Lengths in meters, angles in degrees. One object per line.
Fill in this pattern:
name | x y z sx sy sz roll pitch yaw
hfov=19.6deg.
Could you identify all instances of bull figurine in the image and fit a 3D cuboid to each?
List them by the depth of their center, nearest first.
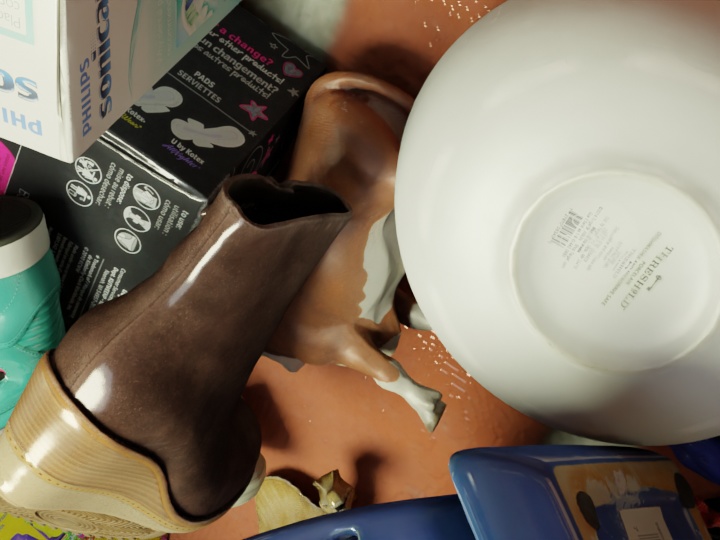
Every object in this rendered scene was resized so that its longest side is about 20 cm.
bull figurine | 0.000 0.000 0.941 0.121 0.065 0.201 26 138 9

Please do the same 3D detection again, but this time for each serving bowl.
serving bowl | 0.104 -0.013 0.813 0.198 0.066 0.202 6 116 13

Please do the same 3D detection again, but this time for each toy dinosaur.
toy dinosaur | -0.031 0.157 1.113 0.101 0.058 0.200 56 142 1

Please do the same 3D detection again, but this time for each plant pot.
plant pot | 0.057 0.173 0.819 0.179 0.200 0.201 -31 72 23

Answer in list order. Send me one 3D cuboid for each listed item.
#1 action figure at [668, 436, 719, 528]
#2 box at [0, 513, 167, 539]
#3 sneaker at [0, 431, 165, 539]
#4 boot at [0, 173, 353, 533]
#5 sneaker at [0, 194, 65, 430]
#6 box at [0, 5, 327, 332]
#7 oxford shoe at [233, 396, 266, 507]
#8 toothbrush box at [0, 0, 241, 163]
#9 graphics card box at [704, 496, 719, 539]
action figure | 0.168 0.081 0.899 0.200 0.052 0.066 37 113 0
box | -0.235 0.151 1.127 0.192 0.200 0.123 25 136 16
sneaker | -0.175 0.060 1.033 0.198 0.109 0.070 14 155 7
boot | -0.055 0.035 0.886 0.166 0.200 0.072 -46 72 16
sneaker | -0.208 0.031 0.934 0.199 0.084 0.122 2 117 32
box | -0.119 -0.036 0.956 0.132 0.115 0.200 34 138 4
oxford shoe | -0.138 0.067 1.088 0.199 0.075 0.058 16 122 21
toothbrush box | -0.118 -0.146 0.801 0.146 0.200 0.086 21 135 19
graphics card box | 0.145 0.207 0.987 0.124 0.051 0.201 -14 119 9
